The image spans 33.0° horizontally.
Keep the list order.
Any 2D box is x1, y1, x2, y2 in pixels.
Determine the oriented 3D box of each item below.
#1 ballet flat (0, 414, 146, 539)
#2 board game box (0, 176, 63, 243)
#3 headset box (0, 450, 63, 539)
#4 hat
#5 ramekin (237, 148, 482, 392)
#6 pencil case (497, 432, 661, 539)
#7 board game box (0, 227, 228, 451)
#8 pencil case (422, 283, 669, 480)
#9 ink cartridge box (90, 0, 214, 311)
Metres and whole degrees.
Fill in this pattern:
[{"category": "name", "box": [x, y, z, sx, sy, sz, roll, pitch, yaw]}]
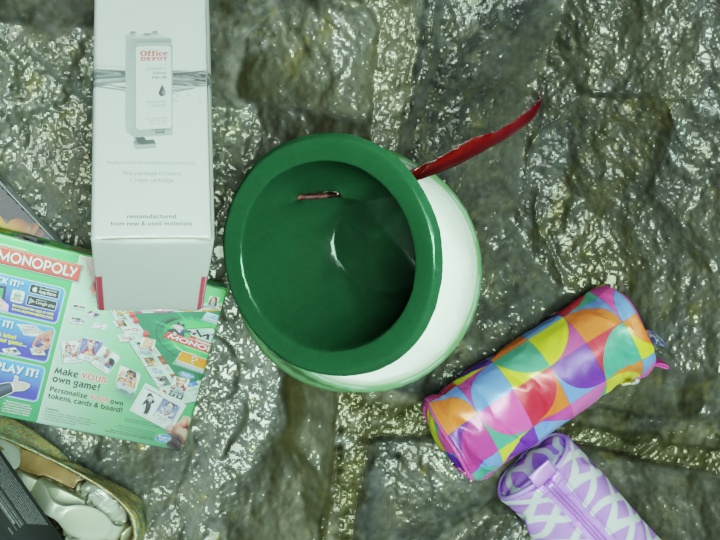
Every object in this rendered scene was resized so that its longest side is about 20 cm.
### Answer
[{"category": "ballet flat", "box": [-0.248, 0.163, 0.918, 0.199, 0.071, 0.071, 31, 87, -18]}, {"category": "board game box", "box": [-0.325, 0.023, 0.934, 0.200, 0.035, 0.126, -44, 98, -5]}, {"category": "headset box", "box": [-0.318, 0.186, 0.871, 0.150, 0.199, 0.077, 57, 44, -8]}, {"category": "hat", "box": [0.026, -0.026, 0.892, 0.198, 0.176, 0.168, -8, 97, 29]}, {"category": "ramekin", "box": [0.000, 0.000, 0.947, 0.197, 0.098, 0.203, 0, 92, -8]}, {"category": "pencil case", "box": [0.198, 0.226, 0.991, 0.084, 0.086, 0.200, -43, 96, 7]}, {"category": "board game box", "box": [-0.214, 0.053, 0.929, 0.197, 0.029, 0.136, 15, 96, -19]}, {"category": "pencil case", "box": [0.148, 0.092, 0.981, 0.198, 0.088, 0.089, -30, 96, -5]}, {"category": "ink cartridge box", "box": [-0.149, -0.088, 0.870, 0.081, 0.147, 0.203, 0, 70, -10]}]
